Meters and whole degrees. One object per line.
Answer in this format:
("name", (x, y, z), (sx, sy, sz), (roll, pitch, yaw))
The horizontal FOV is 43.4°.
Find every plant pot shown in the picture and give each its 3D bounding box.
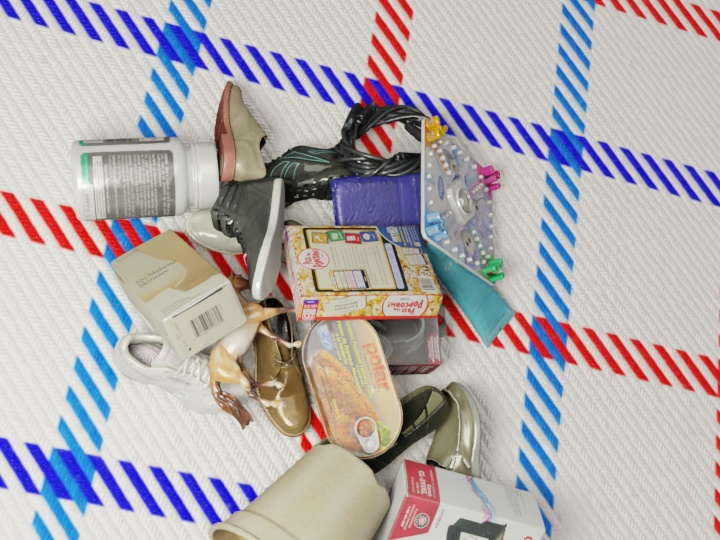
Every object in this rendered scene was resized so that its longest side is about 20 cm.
("plant pot", (-0.064, 0.334, 1.179), (0.200, 0.201, 0.184), (42, 58, 2))

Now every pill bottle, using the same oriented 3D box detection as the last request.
("pill bottle", (-0.305, -0.132, 1.289), (0.198, 0.113, 0.114), (-4, 74, -15))

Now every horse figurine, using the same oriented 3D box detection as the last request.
("horse figurine", (-0.152, 0.107, 1.220), (0.131, 0.050, 0.202), (20, 73, -2))

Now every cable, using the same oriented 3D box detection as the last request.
("cable", (0.045, -0.191, 1.383), (0.162, 0.051, 0.201), (16, 39, 2))

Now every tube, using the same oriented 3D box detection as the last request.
("tube", (0.161, 0.021, 1.377), (0.077, 0.050, 0.200), (-45, 109, -17))

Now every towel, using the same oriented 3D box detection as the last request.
("towel", (0.053, -0.078, 1.380), (0.198, 0.049, 0.149), (-8, 96, -18))

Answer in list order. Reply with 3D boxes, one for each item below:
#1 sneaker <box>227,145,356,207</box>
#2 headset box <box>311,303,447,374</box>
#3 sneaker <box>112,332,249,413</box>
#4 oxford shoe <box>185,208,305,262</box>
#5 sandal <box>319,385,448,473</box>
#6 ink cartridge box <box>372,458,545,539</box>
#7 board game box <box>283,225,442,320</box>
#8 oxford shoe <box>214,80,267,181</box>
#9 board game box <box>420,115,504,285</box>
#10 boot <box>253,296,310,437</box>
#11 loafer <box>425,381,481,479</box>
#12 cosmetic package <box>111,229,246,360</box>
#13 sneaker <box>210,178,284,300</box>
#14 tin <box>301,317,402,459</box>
("sneaker", (-0.108, -0.142, 1.375), (0.198, 0.076, 0.080), (-8, 57, -19))
("headset box", (0.029, 0.075, 1.329), (0.198, 0.077, 0.150), (1, 73, -12))
("sneaker", (-0.241, 0.139, 1.230), (0.198, 0.100, 0.076), (19, 68, -9))
("oxford shoe", (-0.158, -0.057, 1.334), (0.198, 0.058, 0.076), (13, 73, -8))
("sandal", (0.033, 0.230, 1.291), (0.200, 0.057, 0.080), (-26, 102, -9))
("ink cartridge box", (0.130, 0.358, 1.226), (0.198, 0.083, 0.147), (16, 111, -8))
("board game box", (0.000, 0.000, 1.266), (0.198, 0.047, 0.152), (0, 42, -14))
("oxford shoe", (-0.177, -0.204, 1.350), (0.074, 0.071, 0.201), (5, 51, -17))
("board game box", (0.157, -0.104, 1.360), (0.199, 0.026, 0.202), (31, 52, -45))
("boot", (-0.113, 0.134, 1.277), (0.073, 0.075, 0.202), (-11, 77, -19))
("loafer", (0.132, 0.260, 1.298), (0.069, 0.075, 0.202), (1, 73, -18))
("cosmetic package", (-0.247, 0.027, 1.213), (0.105, 0.200, 0.072), (-33, 127, -20))
("sneaker", (-0.163, -0.044, 1.262), (0.098, 0.071, 0.202), (0, 55, 4))
("tin", (-0.012, 0.156, 1.238), (0.111, 0.042, 0.202), (-17, 86, -6))
